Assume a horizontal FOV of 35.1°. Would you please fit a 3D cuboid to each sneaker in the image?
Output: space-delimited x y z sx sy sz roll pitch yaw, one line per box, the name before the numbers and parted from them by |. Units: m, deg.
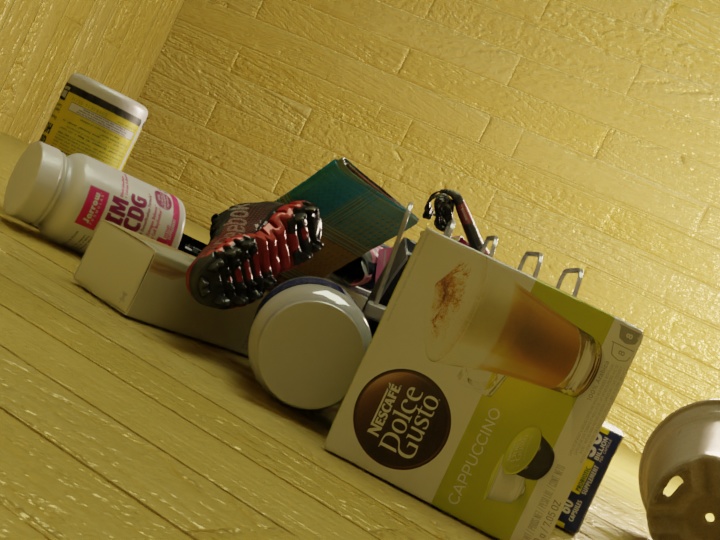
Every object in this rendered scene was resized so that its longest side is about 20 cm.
sneaker | -0.121 -0.018 1.134 0.097 0.071 0.200 7 25 28
sneaker | 0.000 0.000 1.411 0.199 0.070 0.082 27 26 -42

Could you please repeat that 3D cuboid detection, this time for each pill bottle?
pill bottle | -0.327 -0.075 1.403 0.199 0.114 0.113 25 1 -34
pill bottle | -0.048 0.067 1.068 0.115 0.116 0.200 26 1 -4
pill bottle | -0.369 -0.146 1.491 0.112 0.201 0.112 26 0 0

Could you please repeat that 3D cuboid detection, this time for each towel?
towel | -0.054 -0.042 1.262 0.146 0.199 0.022 33 36 -45

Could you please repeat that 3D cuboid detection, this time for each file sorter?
file sorter | 0.117 0.023 1.184 0.199 0.125 0.139 21 1 1

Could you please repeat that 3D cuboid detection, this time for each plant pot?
plant pot | 0.400 0.259 1.285 0.200 0.202 0.183 26 13 19

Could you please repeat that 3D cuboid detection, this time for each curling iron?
curling iron | 0.128 -0.017 1.283 0.049 0.026 0.200 -5 -47 37

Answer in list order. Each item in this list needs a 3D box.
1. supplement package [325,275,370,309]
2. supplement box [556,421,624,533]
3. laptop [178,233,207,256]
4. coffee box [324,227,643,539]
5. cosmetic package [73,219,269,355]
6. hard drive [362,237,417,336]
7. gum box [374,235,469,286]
supplement package | -0.001 0.085 1.473 0.109 0.114 0.200 26 3 33
supplement box | 0.157 0.170 1.174 0.199 0.109 0.109 26 1 13
laptop | -0.242 0.022 1.639 0.186 0.116 0.201 25 30 -15
coffee box | 0.109 0.099 0.989 0.197 0.201 0.200 26 2 10
cosmetic package | -0.185 0.022 1.188 0.105 0.071 0.200 27 1 38
hard drive | 0.060 0.077 1.302 0.134 0.201 0.042 26 21 3
gum box | 0.109 0.033 1.418 0.113 0.067 0.200 -11 -32 28
